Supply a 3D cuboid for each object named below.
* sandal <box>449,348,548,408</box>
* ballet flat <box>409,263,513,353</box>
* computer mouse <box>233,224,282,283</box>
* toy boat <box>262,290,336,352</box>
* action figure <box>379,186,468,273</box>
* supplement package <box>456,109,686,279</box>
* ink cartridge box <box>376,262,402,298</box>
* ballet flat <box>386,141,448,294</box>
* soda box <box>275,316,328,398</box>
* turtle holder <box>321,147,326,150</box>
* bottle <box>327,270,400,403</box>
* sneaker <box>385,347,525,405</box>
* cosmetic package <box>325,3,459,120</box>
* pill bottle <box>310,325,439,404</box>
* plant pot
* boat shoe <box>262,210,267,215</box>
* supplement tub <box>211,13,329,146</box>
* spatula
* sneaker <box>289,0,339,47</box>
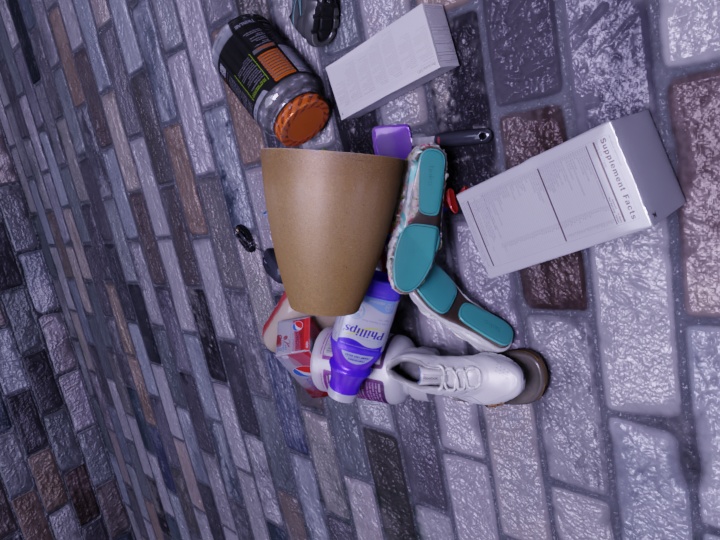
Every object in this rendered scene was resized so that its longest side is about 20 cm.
[{"bbox_3d":[0.186,0.166,0.822,0.199,0.054,0.083,-16,95,48],"label":"sandal"},{"bbox_3d":[0.125,0.056,0.799,0.199,0.070,0.070,37,134,-2],"label":"ballet flat"},{"bbox_3d":[-0.209,-0.035,1.160,0.199,0.034,0.059,36,130,31],"label":"computer mouse"},{"bbox_3d":[-0.108,0.066,1.054,0.200,0.129,0.132,-52,39,45],"label":"toy boat"},{"bbox_3d":[0.084,-0.043,0.829,0.199,0.065,0.100,-21,83,48],"label":"action figure"},{"bbox_3d":[0.231,-0.080,0.629,0.199,0.109,0.115,-22,91,48],"label":"supplement package"},{"bbox_3d":[0.000,0.000,0.956,0.200,0.039,0.100,49,135,21],"label":"ink cartridge box"},{"bbox_3d":[0.075,-0.070,0.751,0.064,0.075,0.203,-152,75,-72],"label":"ballet flat"},{"bbox_3d":[-0.089,0.163,1.014,0.063,0.071,0.201,-10,145,11],"label":"soda box"},{"bbox_3d":[-0.054,-0.080,0.877,0.131,0.141,0.186,-36,85,5],"label":"turtle holder"},{"bbox_3d":[-0.003,0.098,0.829,0.083,0.065,0.202,15,106,-7],"label":"bottle"},{"bbox_3d":[0.125,0.150,0.772,0.198,0.087,0.076,-1,86,28],"label":"sneaker"},{"bbox_3d":[0.039,-0.286,0.784,0.199,0.050,0.084,-11,97,48],"label":"cosmetic package"},{"bbox_3d":[0.027,0.158,0.920,0.198,0.112,0.114,5,112,24],"label":"pill bottle"},{"bbox_3d":[-0.039,-0.049,0.725,0.185,0.185,0.203,11,102,43],"label":"plant pot"},{"bbox_3d":[-0.127,-0.092,0.999,0.084,0.068,0.202,-54,50,47],"label":"boat shoe"},{"bbox_3d":[-0.145,-0.307,0.912,0.201,0.122,0.123,53,136,16],"label":"supplement tub"},{"bbox_3d":[0.097,-0.183,0.790,0.199,0.020,0.057,8,111,43],"label":"spatula"},{"bbox_3d":[-0.064,-0.436,0.810,0.079,0.075,0.201,43,132,27],"label":"sneaker"}]
